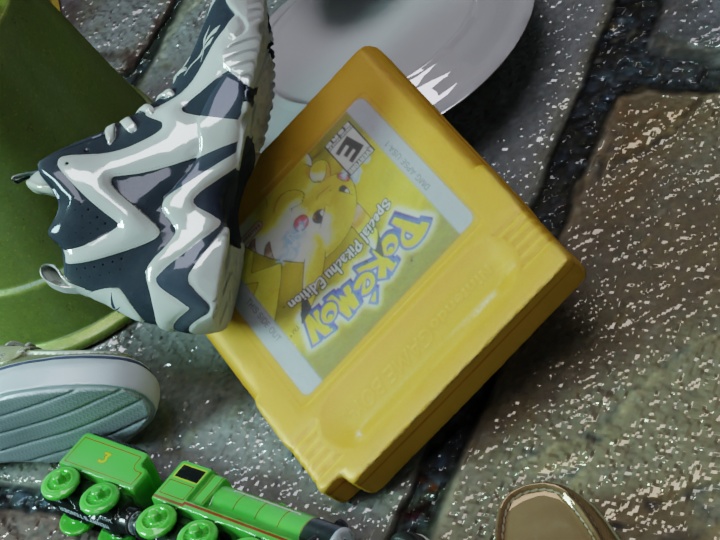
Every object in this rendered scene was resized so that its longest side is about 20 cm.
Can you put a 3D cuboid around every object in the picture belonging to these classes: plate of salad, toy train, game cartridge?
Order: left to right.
[{"bbox_3d":[-0.083,0.130,1.131,0.199,0.042,0.056,15,50,36],"label":"toy train"},{"bbox_3d":[0.000,0.000,1.162,0.176,0.032,0.200,-46,49,7],"label":"game cartridge"},{"bbox_3d":[0.013,-0.127,1.295,0.199,0.048,0.201,-19,37,15],"label":"plate of salad"}]

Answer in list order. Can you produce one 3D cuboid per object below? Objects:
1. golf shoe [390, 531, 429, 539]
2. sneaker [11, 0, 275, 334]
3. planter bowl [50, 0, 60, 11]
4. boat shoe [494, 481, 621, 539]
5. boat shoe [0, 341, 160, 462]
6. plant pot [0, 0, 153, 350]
[{"bbox_3d":[-0.032,0.195,1.010,0.200,0.092,0.073,-41,47,-8],"label":"golf shoe"},{"bbox_3d":[-0.120,-0.070,1.183,0.128,0.080,0.201,7,81,6],"label":"sneaker"},{"bbox_3d":[-0.306,-0.162,1.466,0.199,0.084,0.201,-14,48,16],"label":"planter bowl"},{"bbox_3d":[0.097,0.167,0.983,0.074,0.067,0.201,-23,45,8],"label":"boat shoe"},{"bbox_3d":[-0.200,0.069,1.221,0.199,0.072,0.062,-12,50,22],"label":"boat shoe"},{"bbox_3d":[-0.211,-0.083,1.273,0.199,0.190,0.201,-15,46,16],"label":"plant pot"}]
